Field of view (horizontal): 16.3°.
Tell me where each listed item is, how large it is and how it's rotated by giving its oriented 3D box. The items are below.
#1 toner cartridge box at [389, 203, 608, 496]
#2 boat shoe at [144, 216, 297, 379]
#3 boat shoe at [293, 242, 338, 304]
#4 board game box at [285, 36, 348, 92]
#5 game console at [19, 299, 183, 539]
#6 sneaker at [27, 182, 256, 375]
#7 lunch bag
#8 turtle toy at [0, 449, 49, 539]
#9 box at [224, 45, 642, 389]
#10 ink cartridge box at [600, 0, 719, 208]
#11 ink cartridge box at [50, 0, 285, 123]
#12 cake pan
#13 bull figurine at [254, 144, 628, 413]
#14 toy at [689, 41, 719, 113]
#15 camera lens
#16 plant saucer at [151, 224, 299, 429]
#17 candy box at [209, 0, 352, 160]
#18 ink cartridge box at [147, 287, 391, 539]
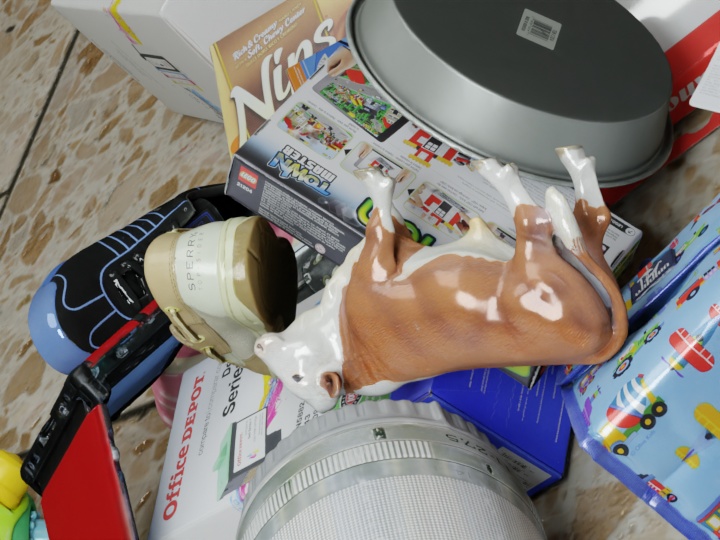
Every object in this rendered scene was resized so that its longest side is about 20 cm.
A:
[{"bbox_3d":[0.078,0.021,1.390,0.043,0.095,0.200,-35,30,42],"label":"toner cartridge box"},{"bbox_3d":[-0.073,0.013,1.360,0.066,0.200,0.074,0,73,6],"label":"boat shoe"},{"bbox_3d":[0.000,0.000,1.537,0.200,0.072,0.071,-43,12,4],"label":"boat shoe"},{"bbox_3d":[0.023,-0.087,1.548,0.103,0.019,0.200,-27,41,4],"label":"board game box"},{"bbox_3d":[-0.131,0.115,1.516,0.172,0.119,0.200,-42,-4,-27],"label":"game console"},{"bbox_3d":[-0.132,-0.004,1.591,0.078,0.070,0.200,-32,8,37],"label":"sneaker"},{"bbox_3d":[0.176,0.030,1.275,0.151,0.094,0.200,-47,15,8],"label":"lunch bag"},{"bbox_3d":[-0.272,0.189,1.688,0.146,0.101,0.200,-55,28,-11],"label":"turtle toy"},{"bbox_3d":[0.039,-0.032,1.349,0.110,0.200,0.035,-47,-16,-37],"label":"box"},{"bbox_3d":[0.178,-0.147,1.505,0.161,0.050,0.200,-38,29,23],"label":"ink cartridge box"},{"bbox_3d":[-0.104,-0.207,1.878,0.147,0.145,0.200,-55,29,-12],"label":"ink cartridge box"},{"bbox_3d":[0.091,-0.122,1.412,0.201,0.200,0.037,-94,24,-53],"label":"cake pan"},{"bbox_3d":[0.039,0.006,1.261,0.199,0.122,0.065,-5,4,23],"label":"bull figurine"},{"bbox_3d":[0.273,-0.160,1.374,0.115,0.047,0.200,18,75,43],"label":"toy"},{"bbox_3d":[0.022,0.178,1.216,0.160,0.160,0.200,-41,29,16],"label":"camera lens"},{"bbox_3d":[-0.073,0.019,1.661,0.200,0.051,0.201,-36,30,25],"label":"plant saucer"},{"bbox_3d":[-0.006,-0.138,1.696,0.200,0.055,0.116,-27,62,32],"label":"candy box"},{"bbox_3d":[-0.021,0.093,1.461,0.200,0.084,0.145,-31,33,33],"label":"ink cartridge box"}]
